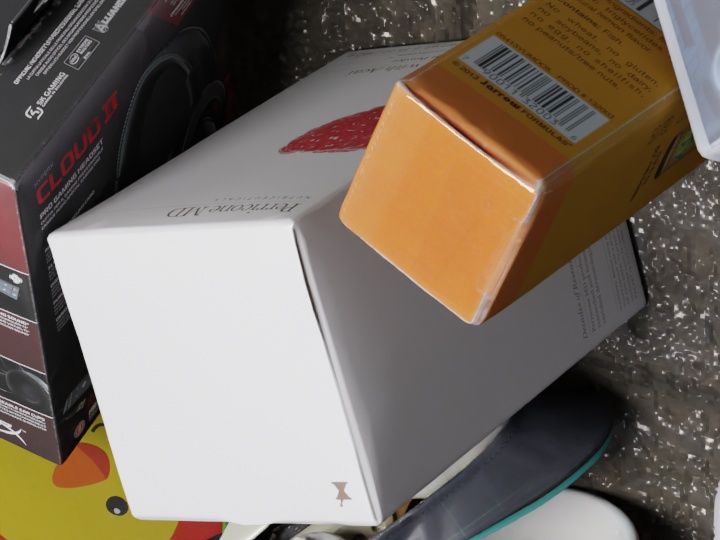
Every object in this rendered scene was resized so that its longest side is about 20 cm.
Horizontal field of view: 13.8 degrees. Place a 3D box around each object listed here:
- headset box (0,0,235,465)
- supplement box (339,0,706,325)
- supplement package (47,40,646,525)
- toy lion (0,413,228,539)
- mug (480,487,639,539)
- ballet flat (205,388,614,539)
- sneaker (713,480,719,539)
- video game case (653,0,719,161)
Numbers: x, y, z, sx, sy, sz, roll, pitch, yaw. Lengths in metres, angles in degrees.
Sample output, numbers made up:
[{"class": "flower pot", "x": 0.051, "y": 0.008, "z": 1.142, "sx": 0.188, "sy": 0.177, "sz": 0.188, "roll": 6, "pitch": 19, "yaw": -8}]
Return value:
[{"class": "headset box", "x": -0.116, "y": -0.047, "z": 1.150, "sx": 0.077, "sy": 0.149, "sz": 0.200, "roll": 23, "pitch": 146, "yaw": 16}, {"class": "supplement box", "x": 0.080, "y": -0.058, "z": 1.039, "sx": 0.069, "sy": 0.200, "sz": 0.067, "roll": 38, "pitch": 130, "yaw": 18}, {"class": "supplement package", "x": 0.000, "y": 0.000, "z": 1.130, "sx": 0.121, "sy": 0.200, "sz": 0.120, "roll": -2, "pitch": 112, "yaw": 37}, {"class": "toy lion", "x": -0.123, "y": 0.062, "z": 1.241, "sx": 0.200, "sy": 0.191, "sz": 0.069, "roll": 50, "pitch": 141, "yaw": 19}, {"class": "mug", "x": 0.050, "y": 0.216, "z": 1.235, "sx": 0.133, "sy": 0.177, "sz": 0.201, "roll": 38, "pitch": 146, "yaw": 62}, {"class": "ballet flat", "x": 0.010, "y": 0.089, "z": 1.181, "sx": 0.073, "sy": 0.199, "sz": 0.073, "roll": 56, "pitch": 171, "yaw": 13}, {"class": "sneaker", "x": 0.211, "y": 0.149, "z": 1.143, "sx": 0.112, "sy": 0.078, "sz": 0.201, "roll": -11, "pitch": 110, "yaw": 31}, {"class": "video game case", "x": 0.153, "y": -0.164, "z": 0.978, "sx": 0.182, "sy": 0.023, "sz": 0.201, "roll": -36, "pitch": 58, "yaw": 41}]
